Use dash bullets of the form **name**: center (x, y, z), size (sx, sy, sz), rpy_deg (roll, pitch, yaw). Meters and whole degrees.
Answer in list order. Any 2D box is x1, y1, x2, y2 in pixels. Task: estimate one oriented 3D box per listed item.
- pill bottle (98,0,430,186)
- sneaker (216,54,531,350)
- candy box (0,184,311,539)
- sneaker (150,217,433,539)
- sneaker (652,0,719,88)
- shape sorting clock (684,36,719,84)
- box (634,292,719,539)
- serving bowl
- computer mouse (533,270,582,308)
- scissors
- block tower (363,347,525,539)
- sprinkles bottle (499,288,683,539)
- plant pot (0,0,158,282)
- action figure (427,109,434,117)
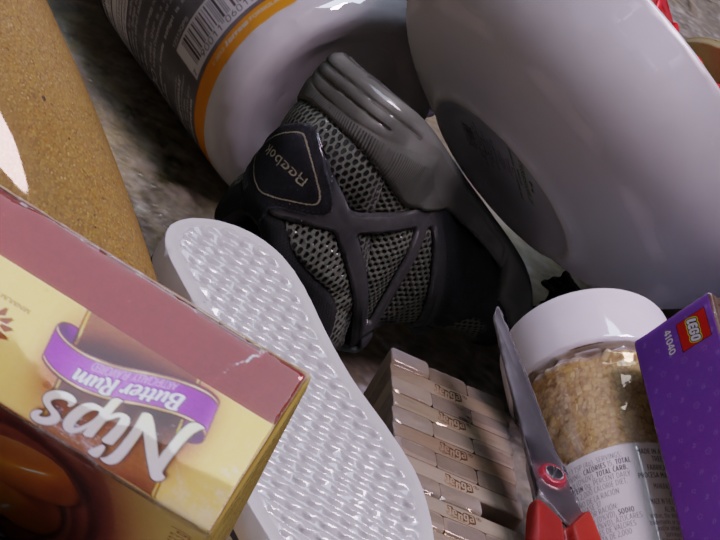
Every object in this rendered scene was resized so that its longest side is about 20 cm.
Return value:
- **pill bottle**: center (-0.056, -0.130, 1.172), size (0.116, 0.117, 0.200), rpy_deg (8, 33, -40)
- **sneaker**: center (0.000, 0.000, 1.040), size (0.076, 0.114, 0.199), rpy_deg (44, 0, 29)
- **candy box**: center (-0.093, 0.055, 0.697), size (0.116, 0.200, 0.057), rpy_deg (32, 61, 2)
- **sneaker**: center (-0.035, 0.073, 0.861), size (0.078, 0.080, 0.200), rpy_deg (13, 32, -29)
- **sneaker**: center (0.133, -0.091, 1.096), size (0.115, 0.078, 0.200), rpy_deg (35, -18, 49)
- **shape sorting clock**: center (0.197, -0.019, 1.194), size (0.039, 0.201, 0.200), rpy_deg (-25, 48, -12)
- **box**: center (0.169, 0.118, 0.887), size (0.137, 0.039, 0.201), rpy_deg (32, 35, -38)
- **serving bowl**: center (0.082, -0.058, 1.047), size (0.200, 0.066, 0.200), rpy_deg (49, -12, 14)
- **computer mouse**: center (0.163, 0.031, 1.103), size (0.140, 0.046, 0.200), rpy_deg (18, 0, -30)
- **scissors**: center (0.073, 0.085, 0.880), size (0.073, 0.014, 0.200), rpy_deg (20, 33, -9)
- **block tower**: center (0.025, 0.104, 0.897), size (0.054, 0.058, 0.200), rpy_deg (24, 24, -16)
- **sprinkles bottle**: center (0.100, 0.102, 0.913), size (0.068, 0.068, 0.201), rpy_deg (16, 44, -29)
- **plant pot**: center (-0.162, -0.040, 0.842), size (0.200, 0.186, 0.186), rpy_deg (49, 28, 8)
- **action figure**: center (0.027, -0.174, 1.241), size (0.118, 0.201, 0.102), rpy_deg (22, 41, 3)
